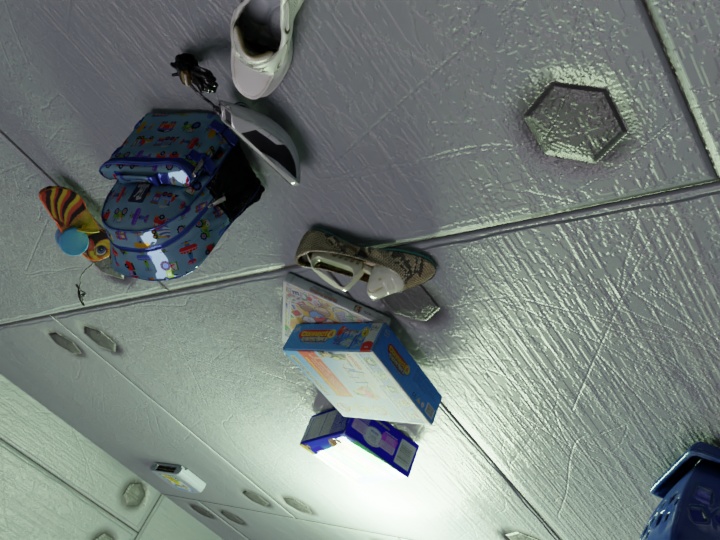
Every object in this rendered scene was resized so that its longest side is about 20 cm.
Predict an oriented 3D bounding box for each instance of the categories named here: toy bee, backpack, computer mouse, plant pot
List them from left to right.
[{"bbox_3d":[-0.473,-0.061,1.216,0.131,0.108,0.202,42,146,40],"label":"toy bee"},{"bbox_3d":[-0.249,-0.090,0.898,0.180,0.201,0.135,10,143,27],"label":"backpack"},{"bbox_3d":[-0.134,-0.179,0.826,0.200,0.044,0.110,42,179,-31],"label":"computer mouse"},{"bbox_3d":[0.504,0.367,0.970,0.197,0.181,0.201,18,146,13],"label":"plant pot"}]

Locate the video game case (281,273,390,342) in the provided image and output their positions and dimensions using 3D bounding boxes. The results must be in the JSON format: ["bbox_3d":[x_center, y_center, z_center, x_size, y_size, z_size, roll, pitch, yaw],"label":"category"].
[{"bbox_3d":[-0.048,0.100,1.165,0.180,0.023,0.201,23,146,8],"label":"video game case"}]

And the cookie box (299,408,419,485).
[{"bbox_3d":[-0.006,0.357,1.428,0.170,0.076,0.199,37,147,-14],"label":"cookie box"}]

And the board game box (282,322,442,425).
[{"bbox_3d":[0.004,0.169,1.149,0.194,0.056,0.201,-3,136,40],"label":"board game box"}]

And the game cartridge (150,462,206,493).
[{"bbox_3d":[-0.619,0.709,2.386,0.198,0.041,0.133,-10,135,44],"label":"game cartridge"}]

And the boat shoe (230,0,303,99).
[{"bbox_3d":[-0.105,-0.238,0.714,0.070,0.070,0.200,27,148,-4],"label":"boat shoe"}]

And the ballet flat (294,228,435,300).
[{"bbox_3d":[0.000,0.000,0.948,0.197,0.076,0.068,16,144,18],"label":"ballet flat"}]
